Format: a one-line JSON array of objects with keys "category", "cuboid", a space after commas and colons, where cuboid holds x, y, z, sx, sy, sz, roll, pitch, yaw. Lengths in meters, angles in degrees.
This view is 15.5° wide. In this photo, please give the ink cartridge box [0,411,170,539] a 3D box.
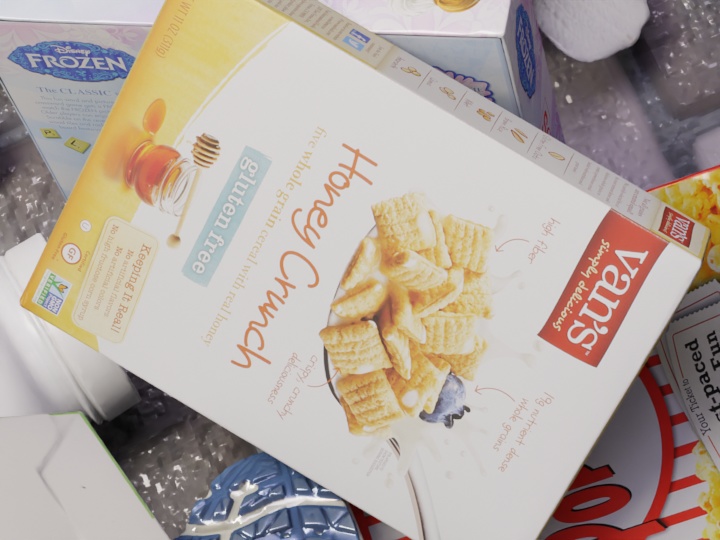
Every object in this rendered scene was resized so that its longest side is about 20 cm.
[{"category": "ink cartridge box", "cuboid": [-0.126, 0.164, 0.933, 0.067, 0.201, 0.117, -3, 37, -35]}]

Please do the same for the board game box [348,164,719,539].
[{"category": "board game box", "cuboid": [0.087, 0.056, 0.964, 0.199, 0.046, 0.153, -19, 90, 3]}]

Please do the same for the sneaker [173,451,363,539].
[{"category": "sneaker", "cuboid": [-0.027, 0.166, 0.936, 0.076, 0.085, 0.202, -4, 75, 6]}]

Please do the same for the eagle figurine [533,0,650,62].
[{"category": "eagle figurine", "cuboid": [0.017, -0.142, 1.036, 0.151, 0.200, 0.152, -41, 61, -14]}]

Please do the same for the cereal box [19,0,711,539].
[{"category": "cereal box", "cuboid": [0.000, 0.000, 0.903, 0.199, 0.040, 0.145, 30, 113, 3]}]

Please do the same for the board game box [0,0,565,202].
[{"category": "board game box", "cuboid": [-0.024, -0.052, 0.998, 0.198, 0.200, 0.041, 3, 61, 14]}]

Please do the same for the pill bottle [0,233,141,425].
[{"category": "pill bottle", "cuboid": [-0.189, 0.070, 1.020, 0.199, 0.113, 0.113, -32, 60, -6]}]
